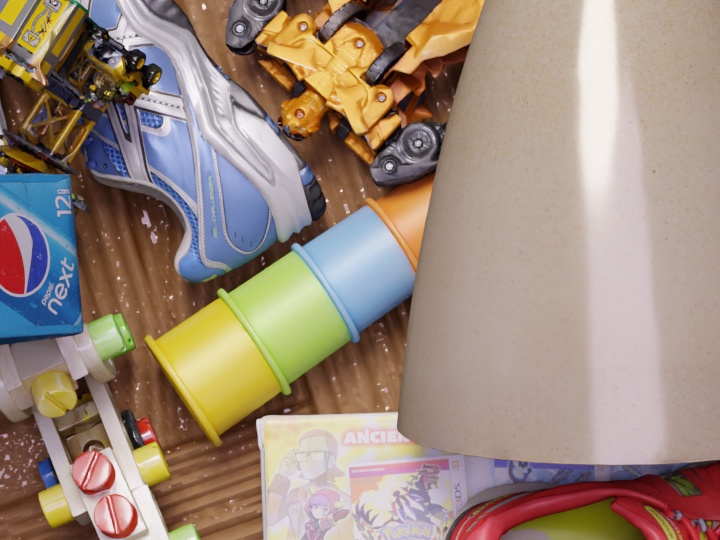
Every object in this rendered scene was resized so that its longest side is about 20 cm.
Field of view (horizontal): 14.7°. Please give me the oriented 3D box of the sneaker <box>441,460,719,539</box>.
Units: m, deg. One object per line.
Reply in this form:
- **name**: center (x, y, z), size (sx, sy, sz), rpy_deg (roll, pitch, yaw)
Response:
- **sneaker**: center (0.134, 0.120, 1.200), size (0.198, 0.085, 0.078), rpy_deg (-9, 86, -3)

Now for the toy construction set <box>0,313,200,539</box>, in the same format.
- **toy construction set**: center (-0.119, 0.094, 1.213), size (0.091, 0.131, 0.201), rpy_deg (-10, 72, 2)

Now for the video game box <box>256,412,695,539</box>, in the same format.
- **video game box**: center (0.054, 0.154, 1.259), size (0.198, 0.047, 0.184), rpy_deg (-1, 87, -2)

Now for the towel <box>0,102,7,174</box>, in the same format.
- **towel**: center (-0.251, -0.028, 1.282), size (0.199, 0.024, 0.148), rpy_deg (-18, 87, -1)

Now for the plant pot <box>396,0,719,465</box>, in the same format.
- **plant pot**: center (0.107, -0.033, 1.188), size (0.186, 0.187, 0.202), rpy_deg (-1, 96, -1)

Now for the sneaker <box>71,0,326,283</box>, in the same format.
- **sneaker**: center (-0.104, -0.083, 1.263), size (0.077, 0.076, 0.200), rpy_deg (-40, 83, -4)

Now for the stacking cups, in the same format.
- **stacking cups**: center (0.000, 0.000, 1.264), size (0.199, 0.061, 0.061), rpy_deg (-34, 86, -4)

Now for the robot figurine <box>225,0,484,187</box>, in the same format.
- **robot figurine**: center (0.036, -0.131, 1.275), size (0.145, 0.058, 0.200), rpy_deg (43, 85, 11)

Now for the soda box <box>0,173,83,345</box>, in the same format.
- **soda box**: center (-0.208, 0.004, 1.182), size (0.199, 0.064, 0.068), rpy_deg (-8, 87, 41)

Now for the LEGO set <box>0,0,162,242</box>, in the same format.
- **LEGO set**: center (-0.198, -0.089, 1.195), size (0.199, 0.154, 0.116), rpy_deg (32, 87, 10)
